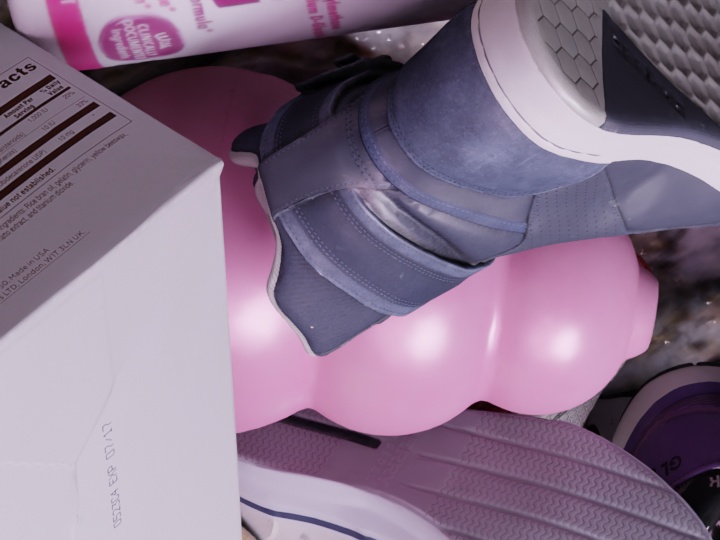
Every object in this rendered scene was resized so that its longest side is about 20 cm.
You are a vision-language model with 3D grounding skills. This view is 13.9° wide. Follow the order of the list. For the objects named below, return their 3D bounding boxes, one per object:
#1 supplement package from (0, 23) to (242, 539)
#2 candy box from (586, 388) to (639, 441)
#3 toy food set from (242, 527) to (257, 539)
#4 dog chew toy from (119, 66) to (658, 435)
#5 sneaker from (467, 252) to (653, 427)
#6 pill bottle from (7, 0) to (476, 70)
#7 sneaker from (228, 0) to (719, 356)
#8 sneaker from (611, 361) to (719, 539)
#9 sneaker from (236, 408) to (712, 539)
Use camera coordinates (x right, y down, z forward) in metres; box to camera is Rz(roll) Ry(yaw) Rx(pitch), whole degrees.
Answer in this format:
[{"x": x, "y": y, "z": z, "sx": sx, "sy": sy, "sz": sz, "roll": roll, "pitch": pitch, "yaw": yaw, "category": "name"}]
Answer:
[{"x": -0.158, "y": 0.025, "z": 0.909, "sx": 0.200, "sy": 0.147, "sz": 0.191, "roll": 32, "pitch": 144, "yaw": 27, "category": "supplement package"}, {"x": 0.203, "y": 0.110, "z": 1.156, "sx": 0.200, "sy": 0.072, "sz": 0.168, "roll": -13, "pitch": 131, "yaw": 9, "category": "candy box"}, {"x": -0.103, "y": 0.169, "z": 1.034, "sx": 0.198, "sy": 0.049, "sz": 0.200, "roll": -19, "pitch": 91, "yaw": -1, "category": "toy food set"}, {"x": 0.000, "y": 0.000, "z": 0.996, "sx": 0.200, "sy": 0.125, "sz": 0.125, "roll": 8, "pitch": 132, "yaw": 1, "category": "dog chew toy"}, {"x": 0.053, "y": 0.058, "z": 1.107, "sx": 0.082, "sy": 0.078, "sz": 0.200, "roll": 12, "pitch": 137, "yaw": -27, "category": "sneaker"}, {"x": -0.009, "y": -0.128, "z": 0.898, "sx": 0.200, "sy": 0.113, "sz": 0.113, "roll": -8, "pitch": 132, "yaw": 3, "category": "pill bottle"}, {"x": 0.050, "y": -0.029, "z": 0.920, "sx": 0.146, "sy": 0.077, "sz": 0.202, "roll": -31, "pitch": 156, "yaw": 29, "category": "sneaker"}, {"x": 0.100, "y": 0.136, "z": 1.065, "sx": 0.076, "sy": 0.088, "sz": 0.200, "roll": 10, "pitch": 123, "yaw": -7, "category": "sneaker"}, {"x": 0.037, "y": 0.090, "z": 1.029, "sx": 0.200, "sy": 0.073, "sz": 0.071, "roll": 20, "pitch": 143, "yaw": 30, "category": "sneaker"}]
